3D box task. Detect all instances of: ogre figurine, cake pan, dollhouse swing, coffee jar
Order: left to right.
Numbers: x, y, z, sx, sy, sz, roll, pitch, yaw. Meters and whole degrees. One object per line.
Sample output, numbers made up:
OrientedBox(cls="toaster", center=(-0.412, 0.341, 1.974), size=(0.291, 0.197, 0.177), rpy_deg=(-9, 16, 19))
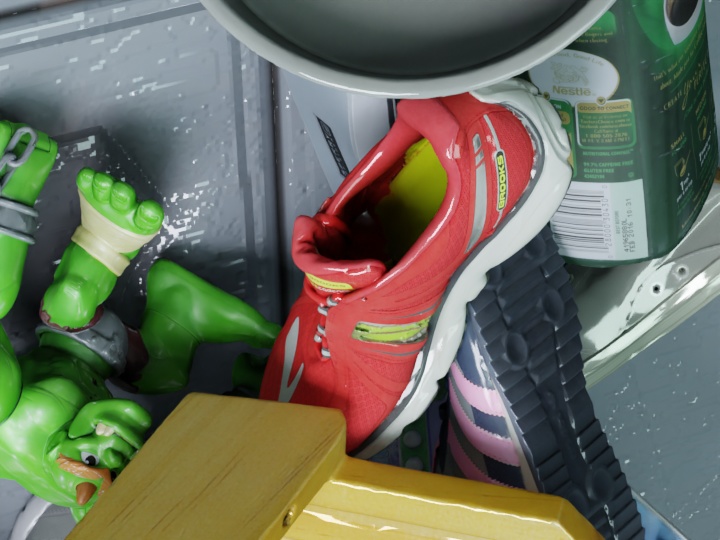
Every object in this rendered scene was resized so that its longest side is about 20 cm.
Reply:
OrientedBox(cls="ogre figurine", center=(-0.107, 0.040, 1.113), size=(0.120, 0.098, 0.200), rpy_deg=(-58, 147, -14))
OrientedBox(cls="dollhouse swing", center=(-0.018, 0.179, 1.079), size=(0.182, 0.175, 0.201), rpy_deg=(-51, 155, -43))
OrientedBox(cls="cake pan", center=(0.019, -0.161, 1.014), size=(0.200, 0.201, 0.037), rpy_deg=(-40, 173, -1))
OrientedBox(cls="coffee jar", center=(0.097, -0.108, 1.122), size=(0.104, 0.085, 0.201), rpy_deg=(-58, 148, -47))

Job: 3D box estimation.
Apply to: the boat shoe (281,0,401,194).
OrientedBox(cls="boat shoe", center=(0.014, -0.079, 1.117), size=(0.068, 0.074, 0.200), rpy_deg=(-34, 132, -14))

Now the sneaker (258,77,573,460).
OrientedBox(cls="sneaker", center=(0.000, 0.000, 1.065), size=(0.085, 0.077, 0.201), rpy_deg=(-4, 135, -45))

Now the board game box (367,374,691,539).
OrientedBox(cls="board game box", center=(0.027, 0.148, 1.204), size=(0.200, 0.200, 0.026), rpy_deg=(-50, 169, 9))

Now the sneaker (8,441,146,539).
OrientedBox(cls="sneaker", center=(-0.131, 0.163, 1.183), size=(0.200, 0.082, 0.075), rpy_deg=(-48, 130, 5))

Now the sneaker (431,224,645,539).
OrientedBox(cls="sneaker", center=(0.053, 0.055, 1.136), size=(0.070, 0.082, 0.201), rpy_deg=(-19, 96, -46))

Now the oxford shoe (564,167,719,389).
OrientedBox(cls="oxford shoe", center=(0.105, 0.020, 1.244), size=(0.200, 0.075, 0.058), rpy_deg=(-39, 89, 9))
